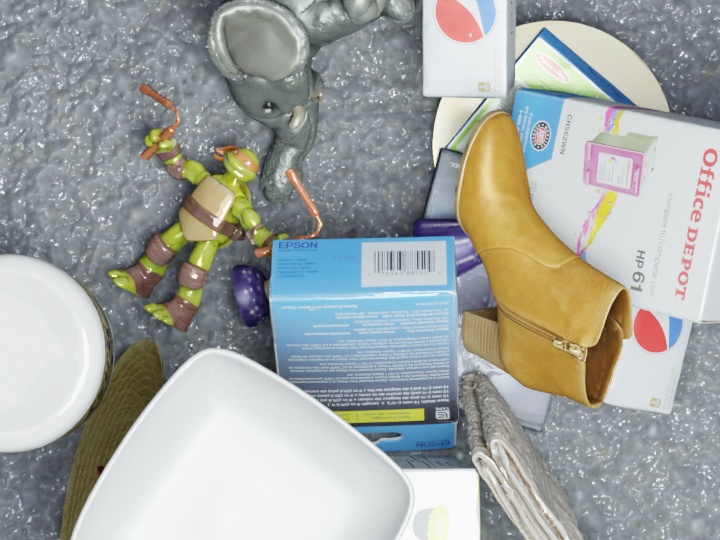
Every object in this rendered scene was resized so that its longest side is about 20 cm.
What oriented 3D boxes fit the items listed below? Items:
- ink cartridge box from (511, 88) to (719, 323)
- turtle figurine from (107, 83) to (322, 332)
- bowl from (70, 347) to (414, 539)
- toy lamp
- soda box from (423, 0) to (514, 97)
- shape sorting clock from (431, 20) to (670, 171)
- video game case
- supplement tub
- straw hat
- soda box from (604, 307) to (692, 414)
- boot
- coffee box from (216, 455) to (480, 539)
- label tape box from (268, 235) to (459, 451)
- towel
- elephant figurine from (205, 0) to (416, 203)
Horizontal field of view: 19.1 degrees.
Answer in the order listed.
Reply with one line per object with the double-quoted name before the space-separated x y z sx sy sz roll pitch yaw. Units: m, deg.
"ink cartridge box" 0.207 -0.051 1.619 0.199 0.084 0.146 14 98 35
"turtle figurine" -0.131 -0.044 1.700 0.200 0.064 0.162 38 98 18
"bowl" -0.084 0.176 1.498 0.199 0.075 0.200 35 87 1
"toy lamp" 0.000 0.000 1.695 0.199 0.058 0.059 -14 88 14
"soda box" 0.085 -0.238 1.660 0.068 0.064 0.202 2 102 10
"shape sorting clock" 0.157 -0.103 1.741 0.198 0.039 0.202 0 98 0
"video game case" 0.106 0.016 1.728 0.142 0.019 0.202 15 96 -3
"supplement tub" -0.261 0.063 1.627 0.143 0.200 0.146 0 88 -3
"straw hat" -0.159 0.162 1.652 0.085 0.201 0.202 20 86 -21
"soda box" 0.230 0.008 1.706 0.063 0.068 0.202 10 97 -19
"boot" 0.140 -0.009 1.567 0.070 0.143 0.203 -13 111 -41
"coffee box" -0.011 0.246 1.634 0.196 0.200 0.201 0 88 -3
"label tape box" 0.006 0.061 1.676 0.142 0.201 0.066 -2 50 1
"towel" 0.124 0.156 1.639 0.034 0.200 0.133 -31 103 7
"elephant figurine" -0.063 -0.183 1.695 0.200 0.141 0.155 -43 61 11
